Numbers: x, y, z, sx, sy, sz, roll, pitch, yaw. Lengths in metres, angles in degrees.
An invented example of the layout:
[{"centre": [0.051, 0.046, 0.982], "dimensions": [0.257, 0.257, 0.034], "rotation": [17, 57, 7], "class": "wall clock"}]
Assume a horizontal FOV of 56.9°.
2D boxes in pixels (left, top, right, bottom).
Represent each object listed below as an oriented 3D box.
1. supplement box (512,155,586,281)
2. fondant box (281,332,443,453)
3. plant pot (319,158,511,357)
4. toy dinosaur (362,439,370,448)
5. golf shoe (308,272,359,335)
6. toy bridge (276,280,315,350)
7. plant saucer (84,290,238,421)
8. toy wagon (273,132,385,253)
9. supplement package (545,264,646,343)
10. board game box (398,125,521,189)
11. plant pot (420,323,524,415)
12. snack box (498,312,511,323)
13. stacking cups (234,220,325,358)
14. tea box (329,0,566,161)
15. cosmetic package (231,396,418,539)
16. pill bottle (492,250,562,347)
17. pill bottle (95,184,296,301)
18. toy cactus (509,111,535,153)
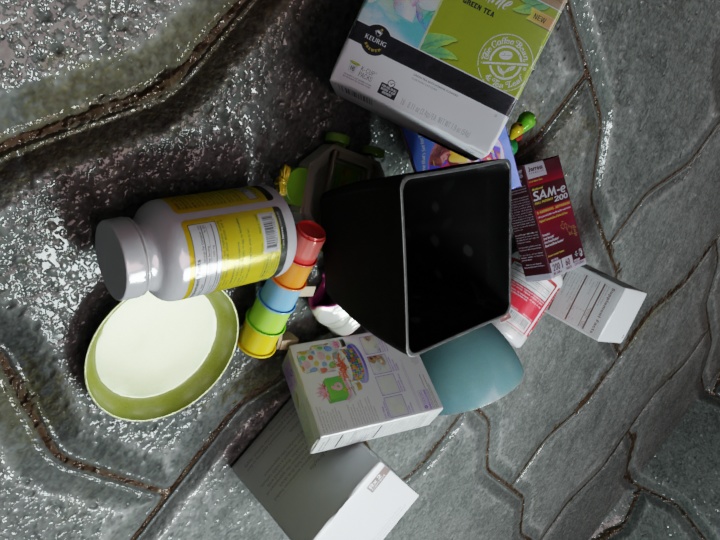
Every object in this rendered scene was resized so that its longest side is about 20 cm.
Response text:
[{"centre": [0.320, -0.091, 1.165], "dimensions": [0.109, 0.061, 0.201], "rotation": [-19, 95, -36], "class": "supplement box"}, {"centre": [0.002, 0.169, 0.972], "dimensions": [0.199, 0.145, 0.058], "rotation": [-6, 146, -28], "class": "fondant box"}, {"centre": [0.058, -0.034, 0.827], "dimensions": [0.199, 0.177, 0.201], "rotation": [-17, 111, -41], "class": "plant pot"}, {"centre": [-0.020, 0.178, 1.029], "dimensions": [0.060, 0.106, 0.200], "rotation": [47, 42, -31], "class": "toy dinosaur"}, {"centre": [0.000, 0.000, 0.970], "dimensions": [0.091, 0.075, 0.200], "rotation": [34, 88, -46], "class": "golf shoe"}, {"centre": [-0.096, 0.024, 0.923], "dimensions": [0.067, 0.027, 0.201], "rotation": [1, 114, -45], "class": "toy bridge"}, {"centre": [-0.244, 0.093, 0.818], "dimensions": [0.200, 0.031, 0.201], "rotation": [-24, 130, -32], "class": "plant saucer"}, {"centre": [-0.038, -0.100, 0.872], "dimensions": [0.200, 0.039, 0.156], "rotation": [11, 91, -45], "class": "toy wagon"}, {"centre": [0.442, 0.049, 1.336], "dimensions": [0.117, 0.200, 0.118], "rotation": [10, 107, -48], "class": "supplement package"}, {"centre": [0.126, -0.188, 0.903], "dimensions": [0.134, 0.045, 0.201], "rotation": [-20, 113, 3], "class": "board game box"}, {"centre": [0.167, 0.143, 1.158], "dimensions": [0.200, 0.200, 0.135], "rotation": [-27, 101, -30], "class": "plant pot"}, {"centre": [0.197, -0.001, 1.074], "dimensions": [0.024, 0.072, 0.200], "rotation": [-27, 132, 6], "class": "snack box"}, {"centre": [-0.104, 0.022, 0.851], "dimensions": [0.060, 0.061, 0.200], "rotation": [-5, 133, -43], "class": "stacking cups"}, {"centre": [0.097, -0.260, 0.777], "dimensions": [0.134, 0.199, 0.197], "rotation": [-71, -173, -83], "class": "tea box"}, {"centre": [-0.053, 0.325, 1.024], "dimensions": [0.165, 0.200, 0.165], "rotation": [-48, 139, -10], "class": "cosmetic package"}, {"centre": [0.311, 0.037, 1.268], "dimensions": [0.200, 0.112, 0.112], "rotation": [-55, 139, -2], "class": "pill bottle"}, {"centre": [-0.181, -0.029, 0.741], "dimensions": [0.200, 0.112, 0.113], "rotation": [-14, 124, -38], "class": "pill bottle"}, {"centre": [0.170, -0.171, 0.997], "dimensions": [0.199, 0.102, 0.166], "rotation": [-22, 112, -16], "class": "toy cactus"}]
